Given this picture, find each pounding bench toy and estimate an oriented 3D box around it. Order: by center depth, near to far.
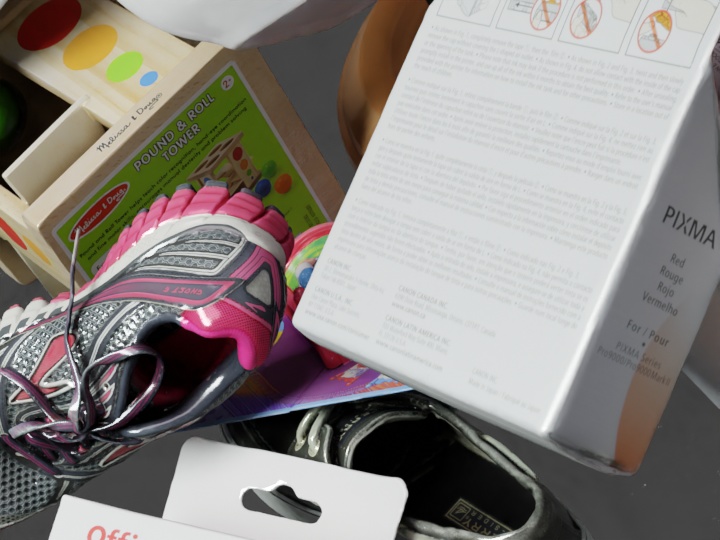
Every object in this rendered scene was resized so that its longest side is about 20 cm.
[{"bbox_3d":[-0.140,-0.026,1.059,0.200,0.124,0.156,-46,45,-13],"label":"pounding bench toy"}]

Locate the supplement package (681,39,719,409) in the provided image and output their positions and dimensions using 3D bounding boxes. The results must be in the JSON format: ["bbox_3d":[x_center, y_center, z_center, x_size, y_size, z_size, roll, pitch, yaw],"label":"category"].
[{"bbox_3d":[0.173,0.001,0.836,0.111,0.156,0.200,-36,44,-3],"label":"supplement package"}]

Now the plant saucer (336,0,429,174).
[{"bbox_3d":[0.078,-0.106,1.071,0.199,0.037,0.201,-15,46,16],"label":"plant saucer"}]

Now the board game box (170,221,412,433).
[{"bbox_3d":[0.000,0.000,0.961,0.199,0.039,0.158,-12,24,36],"label":"board game box"}]

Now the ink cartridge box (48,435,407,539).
[{"bbox_3d":[-0.068,0.155,0.860,0.115,0.068,0.201,8,74,34],"label":"ink cartridge box"}]

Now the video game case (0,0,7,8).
[{"bbox_3d":[-0.189,-0.179,1.047,0.143,0.018,0.200,-45,45,36],"label":"video game case"}]

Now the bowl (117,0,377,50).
[{"bbox_3d":[0.001,-0.156,0.943,0.200,0.075,0.200,-31,-1,20],"label":"bowl"}]

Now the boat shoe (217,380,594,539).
[{"bbox_3d":[0.010,0.072,0.931,0.200,0.064,0.071,23,66,41],"label":"boat shoe"}]

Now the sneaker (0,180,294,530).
[{"bbox_3d":[-0.108,0.046,0.927,0.200,0.081,0.075,-41,30,30],"label":"sneaker"}]

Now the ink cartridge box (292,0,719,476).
[{"bbox_3d":[0.070,-0.046,0.810,0.162,0.050,0.201,21,84,54],"label":"ink cartridge box"}]

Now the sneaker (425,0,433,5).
[{"bbox_3d":[0.063,-0.087,0.985,0.090,0.067,0.200,-34,45,-13],"label":"sneaker"}]
